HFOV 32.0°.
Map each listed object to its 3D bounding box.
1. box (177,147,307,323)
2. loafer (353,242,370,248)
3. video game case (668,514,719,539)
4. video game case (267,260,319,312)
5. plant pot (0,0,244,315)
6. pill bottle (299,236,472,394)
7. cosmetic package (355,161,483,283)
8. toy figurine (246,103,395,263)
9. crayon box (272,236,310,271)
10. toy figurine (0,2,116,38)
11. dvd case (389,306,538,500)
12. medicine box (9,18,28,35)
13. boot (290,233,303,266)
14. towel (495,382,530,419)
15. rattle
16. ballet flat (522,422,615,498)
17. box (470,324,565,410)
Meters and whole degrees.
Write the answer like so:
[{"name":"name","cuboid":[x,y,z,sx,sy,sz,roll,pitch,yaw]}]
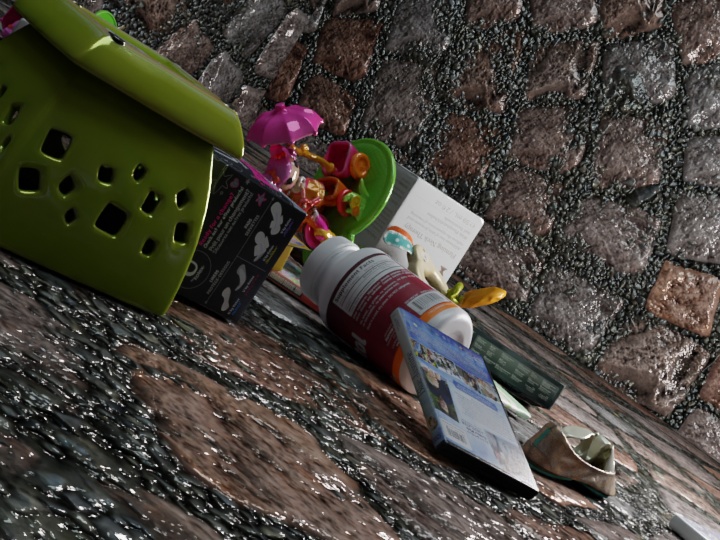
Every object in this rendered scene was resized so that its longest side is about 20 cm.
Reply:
[{"name":"box","cuboid":[-0.169,-0.064,1.219,0.114,0.133,0.200,29,6,-43]},{"name":"loafer","cuboid":[0.000,0.000,1.673,0.075,0.070,0.200,41,9,-44]},{"name":"video game case","cuboid":[0.520,0.402,1.645,0.182,0.023,0.200,29,7,-40]},{"name":"video game case","cuboid":[-0.094,0.007,1.626,0.199,0.018,0.143,33,6,6]},{"name":"plant pot","cuboid":[-0.225,-0.107,1.039,0.198,0.182,0.200,29,8,-39]},{"name":"pill bottle","cuboid":[0.025,0.046,1.463,0.200,0.113,0.113,37,7,32]},{"name":"cosmetic package","cuboid":[0.094,-0.068,2.367,0.167,0.201,0.166,30,6,-22]},{"name":"toy figurine","cuboid":[-0.075,-0.123,1.605,0.149,0.202,0.184,6,-21,43]},{"name":"crayon box","cuboid":[-0.166,-0.062,1.526,0.125,0.052,0.200,14,19,-44]},{"name":"toy figurine","cuboid":[-0.557,-0.405,2.213,0.183,0.151,0.200,20,28,11]},{"name":"dvd case","cuboid":[0.105,0.135,1.294,0.142,0.018,0.201,32,25,-34]},{"name":"medicine box","cuboid":[-0.392,-0.252,1.737,0.199,0.103,0.182,33,6,-9]},{"name":"boot","cuboid":[-0.110,-0.057,1.784,0.200,0.064,0.187,32,12,-50]},{"name":"towel","cuboid":[0.131,0.138,1.749,0.199,0.023,0.152,31,7,-37]},{"name":"rattle","cuboid":[0.141,-0.014,2.209,0.130,0.142,0.202,-6,71,-49]},{"name":"ballet flat","cuboid":[0.268,0.226,1.513,0.068,0.068,0.199,38,7,39]},{"name":"box","cuboid":[0.204,0.138,1.909,0.199,0.046,0.159,33,-4,1]}]
